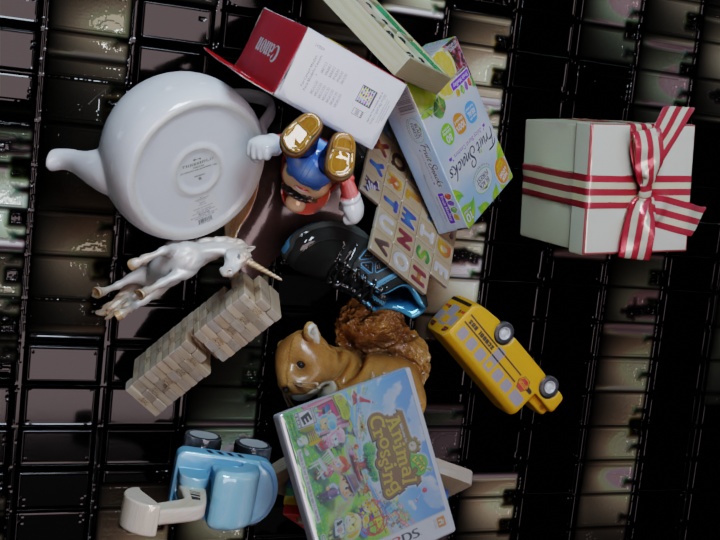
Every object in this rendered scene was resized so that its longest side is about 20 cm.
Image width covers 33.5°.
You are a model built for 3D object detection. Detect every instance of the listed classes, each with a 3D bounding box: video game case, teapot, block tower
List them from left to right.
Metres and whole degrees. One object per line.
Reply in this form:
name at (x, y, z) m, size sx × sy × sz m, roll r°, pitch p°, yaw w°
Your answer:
teapot at (-0.209, -0.143, 1.332) m, size 0.199 × 0.146 × 0.198 m, roll 26°, pitch 101°, yaw -45°
block tower at (-0.184, 0.083, 1.389) m, size 0.199 × 0.058 × 0.054 m, roll -38°, pitch 117°, yaw 14°
video game case at (0.008, 0.232, 1.355) m, size 0.181 × 0.022 × 0.202 m, roll -17°, pitch 91°, yaw -31°

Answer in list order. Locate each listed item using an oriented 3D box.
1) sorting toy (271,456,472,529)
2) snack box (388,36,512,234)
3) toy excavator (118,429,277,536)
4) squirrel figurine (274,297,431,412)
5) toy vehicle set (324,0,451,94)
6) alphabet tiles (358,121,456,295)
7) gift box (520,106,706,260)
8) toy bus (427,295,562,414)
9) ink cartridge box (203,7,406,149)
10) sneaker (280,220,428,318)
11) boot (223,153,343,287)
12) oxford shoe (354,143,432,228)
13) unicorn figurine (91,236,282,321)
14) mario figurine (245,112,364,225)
sorting toy at (0.000, 0.279, 1.462) m, size 0.197 × 0.200 × 0.070 m, roll 22°, pitch 55°, yaw -25°
snack box at (0.107, -0.168, 1.477) m, size 0.142 × 0.053 × 0.202 m, roll -45°, pitch 117°, yaw -45°
toy excavator at (-0.183, 0.258, 1.381) m, size 0.192 × 0.200 × 0.101 m, roll 10°, pitch 95°, yaw -16°
squirrel figurine at (-0.012, 0.118, 1.483) m, size 0.186 × 0.141 × 0.201 m, roll 34°, pitch 63°, yaw -10°
toy vehicle set at (0.010, -0.286, 1.358) m, size 0.027 × 0.124 × 0.200 m, roll -46°, pitch 71°, yaw 16°
alphabet tiles at (0.060, -0.075, 1.454) m, size 0.167 × 0.008 × 0.202 m, roll 39°, pitch 45°, yaw -29°
gift box at (0.334, -0.120, 1.545) m, size 0.198 × 0.186 × 0.187 m, roll -7°, pitch 103°, yaw -21°
toy bus at (0.182, 0.120, 1.587) m, size 0.078 × 0.065 × 0.200 m, roll -45°, pitch 113°, yaw -10°
ink cartridge box at (-0.068, -0.228, 1.338) m, size 0.174 × 0.200 × 0.084 m, roll 26°, pitch 97°, yaw -25°
sneaker at (0.000, 0.000, 1.402) m, size 0.198 × 0.082 × 0.073 m, roll 13°, pitch 130°, yaw -32°
boot at (-0.082, -0.050, 1.424) m, size 0.164 × 0.072 × 0.203 m, roll -6°, pitch 94°, yaw -6°
oxford shoe at (0.033, -0.096, 1.494) m, size 0.084 × 0.072 × 0.201 m, roll -46°, pitch 112°, yaw -38°
unicorn figurine at (-0.210, 0.002, 1.336) m, size 0.137 × 0.199 × 0.075 m, roll -26°, pitch 106°, yaw -45°
mario figurine at (-0.057, -0.099, 1.303) m, size 0.105 × 0.200 × 0.124 m, roll -26°, pitch 86°, yaw -9°
